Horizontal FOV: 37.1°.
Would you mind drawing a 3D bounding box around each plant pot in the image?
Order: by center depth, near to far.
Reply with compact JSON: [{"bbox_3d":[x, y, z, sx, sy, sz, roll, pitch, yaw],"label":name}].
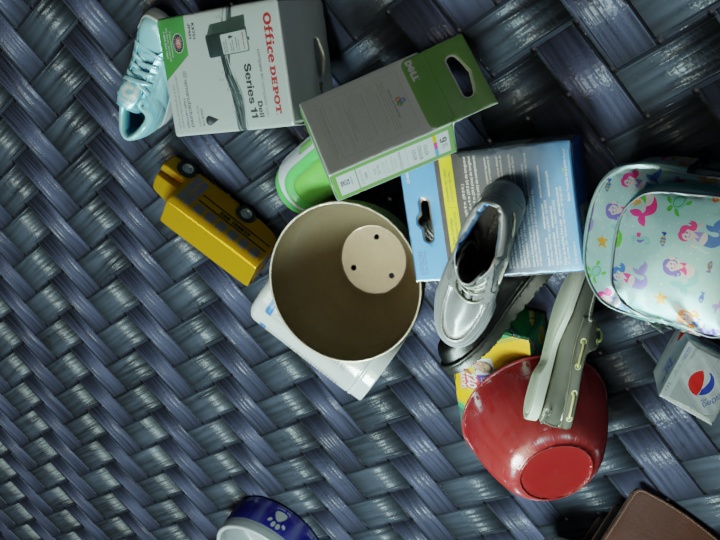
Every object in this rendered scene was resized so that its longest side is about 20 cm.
[{"bbox_3d":[0.000,0.000,1.372,0.197,0.134,0.204,5,105,18],"label":"plant pot"}]

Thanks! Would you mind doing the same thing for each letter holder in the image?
[{"bbox_3d":[0.420,0.408,1.491,0.199,0.143,0.101,36,173,5],"label":"letter holder"}]

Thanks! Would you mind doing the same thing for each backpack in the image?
[{"bbox_3d":[0.328,-0.027,1.104,0.198,0.150,0.180,18,110,33],"label":"backpack"}]

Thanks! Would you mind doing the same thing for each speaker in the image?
[{"bbox_3d":[-0.025,-0.142,1.319,0.089,0.089,0.199,46,139,-9],"label":"speaker"}]

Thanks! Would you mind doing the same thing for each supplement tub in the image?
[{"bbox_3d":[-0.042,0.070,1.490,0.199,0.132,0.132,37,140,1],"label":"supplement tub"}]

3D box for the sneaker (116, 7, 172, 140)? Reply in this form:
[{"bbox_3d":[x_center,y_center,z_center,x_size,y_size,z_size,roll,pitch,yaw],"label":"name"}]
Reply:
[{"bbox_3d":[-0.283,-0.248,1.417,0.073,0.082,0.201,28,139,11],"label":"sneaker"}]

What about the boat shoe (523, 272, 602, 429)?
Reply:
[{"bbox_3d":[0.251,0.087,1.275,0.059,0.205,0.072,18,-179,-1],"label":"boat shoe"}]

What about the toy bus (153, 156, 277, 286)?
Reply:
[{"bbox_3d":[-0.214,-0.072,1.530,0.199,0.078,0.065,37,140,3],"label":"toy bus"}]

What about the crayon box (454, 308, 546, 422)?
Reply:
[{"bbox_3d":[0.188,0.136,1.433,0.117,0.058,0.202,12,133,28],"label":"crayon box"}]

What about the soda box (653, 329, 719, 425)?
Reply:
[{"bbox_3d":[0.365,0.109,1.173,0.063,0.200,0.069,29,98,11],"label":"soda box"}]

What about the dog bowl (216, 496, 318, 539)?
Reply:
[{"bbox_3d":[-0.174,0.531,2.054,0.198,0.079,0.202,20,137,20],"label":"dog bowl"}]

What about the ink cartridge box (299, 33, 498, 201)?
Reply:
[{"bbox_3d":[0.043,-0.167,1.175,0.059,0.198,0.105,65,-179,-62],"label":"ink cartridge box"}]

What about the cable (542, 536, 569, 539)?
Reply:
[{"bbox_3d":[0.318,0.469,1.542,0.199,0.200,0.070,33,111,-1],"label":"cable"}]

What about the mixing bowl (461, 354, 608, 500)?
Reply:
[{"bbox_3d":[0.233,0.218,1.362,0.197,0.109,0.202,-4,127,-5],"label":"mixing bowl"}]

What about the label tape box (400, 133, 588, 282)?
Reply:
[{"bbox_3d":[0.154,-0.069,1.203,0.197,0.063,0.147,-4,103,24],"label":"label tape box"}]

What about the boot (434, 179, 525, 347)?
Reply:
[{"bbox_3d":[0.116,0.003,1.150,0.073,0.095,0.203,22,112,15],"label":"boot"}]

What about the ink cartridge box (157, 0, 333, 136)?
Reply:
[{"bbox_3d":[-0.136,-0.242,1.278,0.198,0.083,0.149,0,104,37],"label":"ink cartridge box"}]

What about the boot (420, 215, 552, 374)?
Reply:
[{"bbox_3d":[0.124,0.005,1.303,0.157,0.080,0.212,38,103,-5],"label":"boot"}]
